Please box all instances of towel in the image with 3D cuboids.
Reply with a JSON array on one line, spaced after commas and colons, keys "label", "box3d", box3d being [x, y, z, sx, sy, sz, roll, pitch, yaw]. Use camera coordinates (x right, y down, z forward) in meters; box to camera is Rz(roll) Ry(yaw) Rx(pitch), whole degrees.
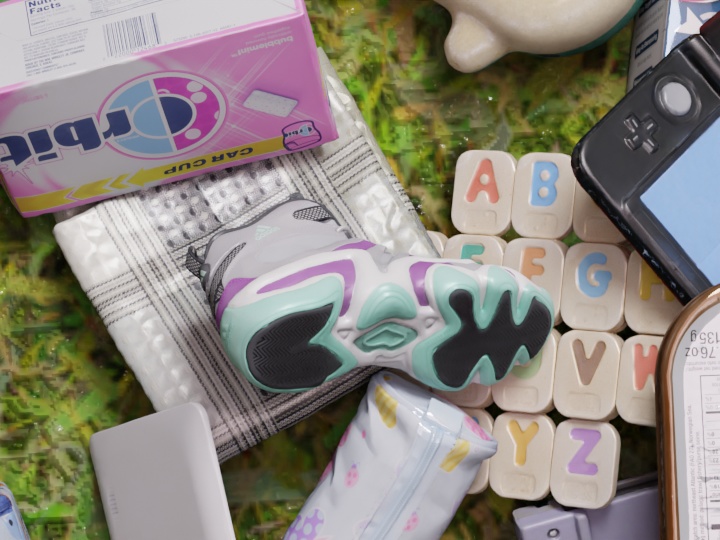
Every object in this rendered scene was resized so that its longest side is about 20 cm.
[{"label": "towel", "box3d": [-0.061, -0.011, 1.524, 0.192, 0.035, 0.201, -29, 72, -7]}]

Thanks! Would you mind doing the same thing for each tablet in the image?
[{"label": "tablet", "box3d": [-0.099, 0.180, 1.482, 0.014, 0.130, 0.201, -10, 84, -35]}]

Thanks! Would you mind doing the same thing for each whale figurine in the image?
[{"label": "whale figurine", "box3d": [0.077, -0.190, 1.558, 0.199, 0.104, 0.160, 6, 84, 21]}]

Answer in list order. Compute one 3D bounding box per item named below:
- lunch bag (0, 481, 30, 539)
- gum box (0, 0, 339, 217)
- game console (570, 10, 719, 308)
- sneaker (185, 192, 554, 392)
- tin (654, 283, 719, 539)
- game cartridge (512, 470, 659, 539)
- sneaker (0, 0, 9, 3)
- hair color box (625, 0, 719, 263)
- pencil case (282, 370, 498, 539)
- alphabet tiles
[{"label": "lunch bag", "box3d": [-0.253, 0.169, 1.429, 0.159, 0.200, 0.076, -20, 89, -6]}, {"label": "gum box", "box3d": [-0.122, -0.106, 1.491, 0.199, 0.114, 0.066, -14, 54, 1]}, {"label": "game console", "box3d": [0.244, -0.050, 1.431, 0.200, 0.119, 0.172, 49, 57, -3]}, {"label": "sneaker", "box3d": [0.000, 0.000, 1.473, 0.199, 0.140, 0.078, 2, 121, -30]}, {"label": "tin", "box3d": [0.209, 0.102, 1.393, 0.111, 0.042, 0.201, -3, 85, 8]}, {"label": "game cartridge", "box3d": [0.194, 0.172, 1.525, 0.199, 0.038, 0.130, -15, 107, -6]}, {"label": "sneaker", "box3d": [-0.163, -0.204, 1.517, 0.083, 0.074, 0.201, 34, 105, 10]}, {"label": "hair color box", "box3d": [0.189, -0.094, 1.542, 0.060, 0.100, 0.201, 7, 84, -6]}, {"label": "pencil case", "box3d": [-0.004, 0.155, 1.488, 0.083, 0.091, 0.201, 32, 95, 9]}, {"label": "alphabet tiles", "box3d": [0.096, 0.031, 1.505, 0.199, 0.015, 0.197, 5, 87, 33]}]
